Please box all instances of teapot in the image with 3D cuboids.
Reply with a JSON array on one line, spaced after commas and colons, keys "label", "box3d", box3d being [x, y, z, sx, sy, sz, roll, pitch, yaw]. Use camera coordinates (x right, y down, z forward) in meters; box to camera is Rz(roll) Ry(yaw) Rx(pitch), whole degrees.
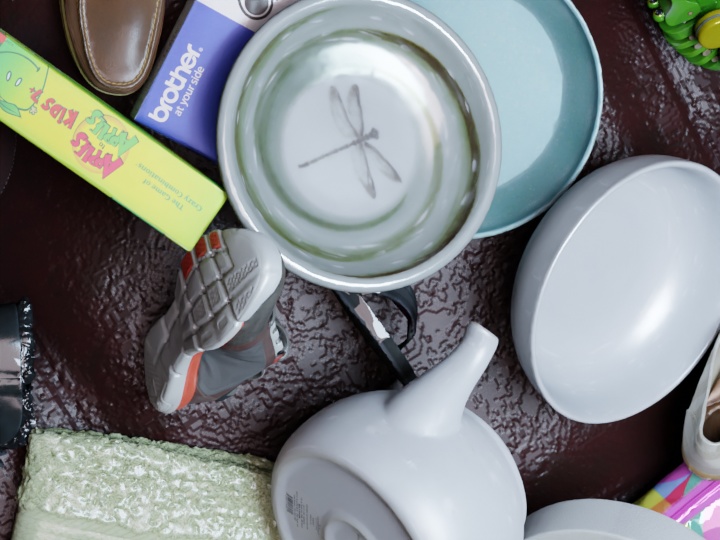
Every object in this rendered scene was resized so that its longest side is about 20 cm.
[{"label": "teapot", "box3d": [0.044, 0.161, 1.316, 0.146, 0.200, 0.198, -32, 94, -36]}]

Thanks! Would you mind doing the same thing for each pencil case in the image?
[{"label": "pencil case", "box3d": [0.269, 0.168, 1.415, 0.200, 0.088, 0.089, -39, 105, -8]}]

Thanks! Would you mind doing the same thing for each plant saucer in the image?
[{"label": "plant saucer", "box3d": [0.068, -0.124, 1.328, 0.198, 0.036, 0.202, 0, 103, 2]}, {"label": "plant saucer", "box3d": [-0.005, -0.085, 1.276, 0.198, 0.050, 0.202, 1, 86, -19]}]

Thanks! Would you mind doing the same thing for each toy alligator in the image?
[{"label": "toy alligator", "box3d": [0.229, -0.184, 1.343, 0.054, 0.060, 0.200, -32, 144, 23]}]

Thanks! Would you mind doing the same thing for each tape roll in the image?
[{"label": "tape roll", "box3d": [0.188, 0.252, 1.369, 0.203, 0.202, 0.037, 53, 41, -15]}]

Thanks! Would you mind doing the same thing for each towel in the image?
[{"label": "towel", "box3d": [-0.150, 0.191, 1.345, 0.198, 0.036, 0.150, 13, 95, -15]}]

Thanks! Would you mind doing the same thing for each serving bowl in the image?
[{"label": "serving bowl", "box3d": [0.180, 0.005, 1.360, 0.199, 0.066, 0.202, -19, 124, -29]}]

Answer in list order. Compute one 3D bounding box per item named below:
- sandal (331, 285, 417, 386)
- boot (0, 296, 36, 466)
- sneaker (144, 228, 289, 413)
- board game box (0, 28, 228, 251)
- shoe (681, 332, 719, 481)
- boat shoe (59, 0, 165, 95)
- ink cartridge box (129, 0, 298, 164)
[{"label": "sandal", "box3d": [0.000, 0.000, 1.330, 0.048, 0.075, 0.201, -33, 104, -3]}, {"label": "boot", "box3d": [-0.298, 0.039, 1.267, 0.161, 0.073, 0.200, -1, 106, -11]}, {"label": "sneaker", "box3d": [-0.081, 0.031, 1.278, 0.081, 0.200, 0.078, 2, 64, -26]}, {"label": "board game box", "box3d": [-0.186, -0.094, 1.257, 0.199, 0.102, 0.048, 35, 91, -16]}, {"label": "shoe", "box3d": [0.294, 0.060, 1.389, 0.070, 0.053, 0.201, 21, 68, 26]}, {"label": "boat shoe", "box3d": [-0.160, -0.216, 1.261, 0.071, 0.068, 0.202, 2, 99, -14]}, {"label": "ink cartridge box", "box3d": [-0.070, -0.171, 1.302, 0.094, 0.044, 0.201, 27, 92, -14]}]
